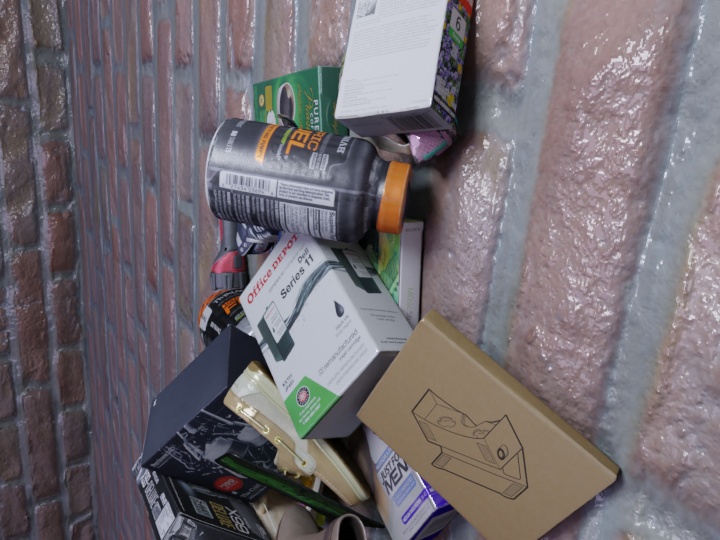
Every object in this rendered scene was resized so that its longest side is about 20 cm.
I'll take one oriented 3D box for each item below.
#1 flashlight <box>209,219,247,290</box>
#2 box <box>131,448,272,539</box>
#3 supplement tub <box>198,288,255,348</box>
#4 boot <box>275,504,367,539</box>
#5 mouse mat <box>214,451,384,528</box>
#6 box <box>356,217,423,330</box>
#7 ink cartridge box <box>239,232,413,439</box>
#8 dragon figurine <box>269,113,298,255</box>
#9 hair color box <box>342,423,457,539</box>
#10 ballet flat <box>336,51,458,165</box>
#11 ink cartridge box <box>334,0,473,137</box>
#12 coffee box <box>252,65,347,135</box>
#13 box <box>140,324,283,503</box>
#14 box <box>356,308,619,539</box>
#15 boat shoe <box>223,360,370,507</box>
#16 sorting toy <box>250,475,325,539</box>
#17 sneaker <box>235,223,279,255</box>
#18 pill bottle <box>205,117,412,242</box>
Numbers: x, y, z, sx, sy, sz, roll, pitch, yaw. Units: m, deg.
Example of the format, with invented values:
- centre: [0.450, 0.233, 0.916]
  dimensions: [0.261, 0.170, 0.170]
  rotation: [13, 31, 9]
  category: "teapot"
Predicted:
- centre: [-0.234, -0.069, 1.055]
  dimensions: [0.068, 0.067, 0.204]
  rotation: [-140, 47, -84]
  category: "flashlight"
- centre: [-0.220, 0.327, 0.836]
  dimensions: [0.050, 0.157, 0.199]
  rotation: [-58, 31, -6]
  category: "box"
- centre: [-0.174, 0.101, 0.943]
  dimensions: [0.199, 0.121, 0.125]
  rotation: [21, 114, 52]
  category: "supplement tub"
- centre: [-0.039, 0.322, 0.682]
  dimensions: [0.147, 0.069, 0.201]
  rotation: [-64, 31, 31]
  category: "boot"
- centre: [-0.080, 0.266, 0.726]
  dimensions: [0.008, 0.198, 0.161]
  rotation: [-64, 8, -27]
  category: "mouse mat"
- centre: [0.000, 0.000, 0.738]
  dimensions: [0.199, 0.036, 0.147]
  rotation: [17, 109, 53]
  category: "box"
- centre: [-0.040, 0.059, 0.672]
  dimensions: [0.147, 0.082, 0.201]
  rotation: [-51, 52, 25]
  category: "ink cartridge box"
- centre: [-0.078, -0.083, 0.725]
  dimensions: [0.201, 0.058, 0.101]
  rotation: [107, 161, -53]
  category: "dragon figurine"
- centre: [0.037, 0.197, 0.695]
  dimensions: [0.201, 0.064, 0.110]
  rotation: [59, 141, 34]
  category: "hair color box"
- centre: [0.019, -0.171, 0.636]
  dimensions: [0.200, 0.071, 0.069]
  rotation: [46, 177, 39]
  category: "ballet flat"
- centre: [0.047, -0.232, 0.569]
  dimensions: [0.108, 0.050, 0.203]
  rotation: [4, 79, 37]
  category: "ink cartridge box"
- centre: [-0.085, -0.201, 0.820]
  dimensions: [0.199, 0.043, 0.125]
  rotation: [12, 106, 56]
  category: "coffee box"
- centre: [-0.160, 0.201, 0.814]
  dimensions: [0.200, 0.181, 0.105]
  rotation: [-42, 33, 25]
  category: "box"
- centre: [0.102, 0.152, 0.550]
  dimensions: [0.199, 0.021, 0.164]
  rotation: [41, 131, 14]
  category: "box"
- centre: [-0.072, 0.194, 0.685]
  dimensions: [0.200, 0.066, 0.074]
  rotation: [46, 177, 5]
  category: "boat shoe"
- centre: [-0.092, 0.295, 0.888]
  dimensions: [0.200, 0.106, 0.182]
  rotation: [41, 118, 54]
  category: "sorting toy"
- centre: [-0.134, -0.060, 0.896]
  dimensions: [0.200, 0.069, 0.110]
  rotation: [38, 122, 56]
  category: "sneaker"
- centre: [-0.048, -0.088, 0.619]
  dimensions: [0.106, 0.197, 0.108]
  rotation: [10, -90, -83]
  category: "pill bottle"
